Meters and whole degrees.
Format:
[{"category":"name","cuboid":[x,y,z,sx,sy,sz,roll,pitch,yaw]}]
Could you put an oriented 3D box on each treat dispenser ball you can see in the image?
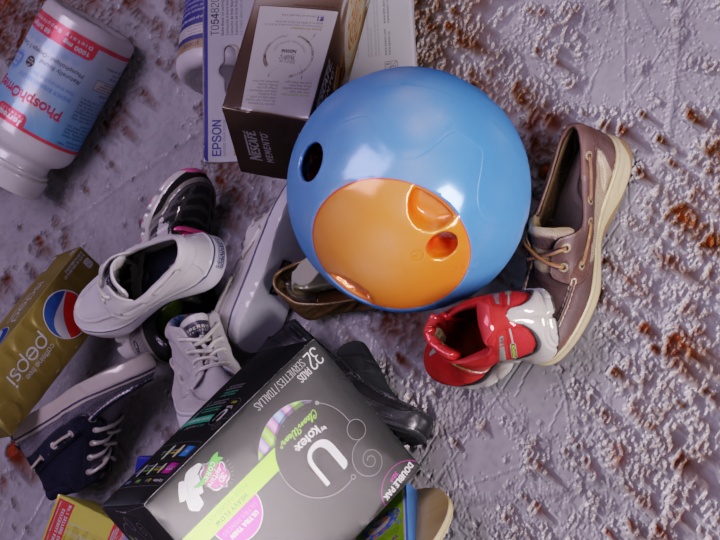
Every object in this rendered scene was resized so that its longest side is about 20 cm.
[{"category":"treat dispenser ball","cuboid":[0.040,-0.066,1.538,0.201,0.201,0.201,-17,63,37]}]

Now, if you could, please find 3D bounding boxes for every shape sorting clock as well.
[{"category":"shape sorting clock","cuboid":[-0.005,0.248,1.534,0.200,0.039,0.200,-36,15,12]}]

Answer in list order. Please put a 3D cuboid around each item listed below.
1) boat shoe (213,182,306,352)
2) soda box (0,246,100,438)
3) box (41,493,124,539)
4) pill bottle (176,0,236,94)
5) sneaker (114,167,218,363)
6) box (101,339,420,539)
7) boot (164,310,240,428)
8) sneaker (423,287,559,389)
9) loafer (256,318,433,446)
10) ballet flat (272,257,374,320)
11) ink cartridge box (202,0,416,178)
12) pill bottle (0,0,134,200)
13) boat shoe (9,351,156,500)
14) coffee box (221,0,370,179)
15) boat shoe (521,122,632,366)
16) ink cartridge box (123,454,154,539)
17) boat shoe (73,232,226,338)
[{"category":"boat shoe","cuboid":[-0.081,-0.025,1.761,0.070,0.071,0.200,32,101,44]},{"category":"soda box","cuboid":[-0.326,0.073,1.874,0.064,0.068,0.200,-15,35,54]},{"category":"box","cuboid":[-0.223,0.276,1.779,0.200,0.050,0.075,18,87,45]},{"category":"pill bottle","cuboid":[-0.114,-0.276,1.853,0.116,0.116,0.201,-8,69,40]},{"category":"sneaker","cuboid":[-0.173,0.002,1.829,0.087,0.074,0.200,19,91,45]},{"category":"box","cuboid":[-0.083,0.179,1.548,0.200,0.149,0.124,-45,12,-23]},{"category":"boot","cuboid":[-0.144,0.088,1.702,0.200,0.073,0.096,-166,64,-73]},{"category":"sneaker","cuboid":[0.086,0.050,1.528,0.200,0.085,0.077,145,122,-65]},{"category":"loafer","cuboid":[-0.011,0.095,1.646,0.200,0.068,0.070,23,76,40]},{"category":"ballet flat","cuboid":[0.000,0.000,1.671,0.200,0.072,0.068,-11,68,39]},{"category":"ink cartridge box","cuboid":[-0.045,-0.182,1.735,0.199,0.041,0.200,-3,65,4]},{"category":"pill bottle","cuboid":[-0.335,-0.181,2.020,0.109,0.109,0.200,36,99,44]},{"category":"boat shoe","cuboid":[-0.255,0.154,1.834,0.200,0.075,0.093,-30,87,38]},{"category":"coffee box","cuboid":[-0.053,-0.193,1.653,0.080,0.114,0.200,9,64,11]},{"category":"boat shoe","cuboid":[0.160,-0.024,1.535,0.072,0.072,0.200,20,90,45]},{"category":"ink cartridge box","cuboid":[-0.139,0.242,1.656,0.076,0.136,0.201,-5,70,37]},{"category":"boat shoe","cuboid":[-0.215,0.007,1.769,0.200,0.065,0.074,-29,61,36]}]
